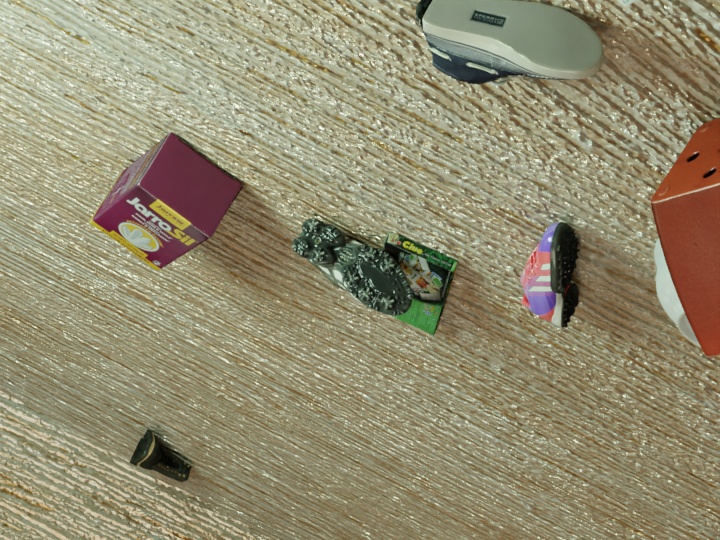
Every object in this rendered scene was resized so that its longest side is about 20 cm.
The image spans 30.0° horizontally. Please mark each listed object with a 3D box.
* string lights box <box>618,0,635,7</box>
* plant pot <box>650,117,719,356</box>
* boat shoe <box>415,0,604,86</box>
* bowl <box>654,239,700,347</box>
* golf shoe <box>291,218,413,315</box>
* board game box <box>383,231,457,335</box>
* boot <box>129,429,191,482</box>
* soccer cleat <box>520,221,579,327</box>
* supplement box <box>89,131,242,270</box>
[{"bbox_3d":[0.198,-0.327,1.160,0.200,0.059,0.103,36,150,-18],"label":"string lights box"},{"bbox_3d":[0.407,-0.058,1.322,0.176,0.200,0.200,51,146,-16],"label":"plant pot"},{"bbox_3d":[0.156,-0.224,1.372,0.200,0.075,0.093,24,160,21],"label":"boat shoe"},{"bbox_3d":[0.426,0.035,1.553,0.200,0.091,0.201,20,151,11],"label":"bowl"},{"bbox_3d":[0.000,0.000,1.863,0.200,0.078,0.094,38,175,23],"label":"golf shoe"},{"bbox_3d":[0.074,0.021,1.899,0.104,0.024,0.200,22,152,6],"label":"board game box"},{"bbox_3d":[-0.426,0.415,2.956,0.138,0.078,0.200,26,166,-8],"label":"boot"},{"bbox_3d":[0.233,0.003,1.690,0.073,0.068,0.200,20,154,21],"label":"soccer cleat"},{"bbox_3d":[-0.280,-0.094,1.916,0.131,0.103,0.200,37,150,-17],"label":"supplement box"}]
